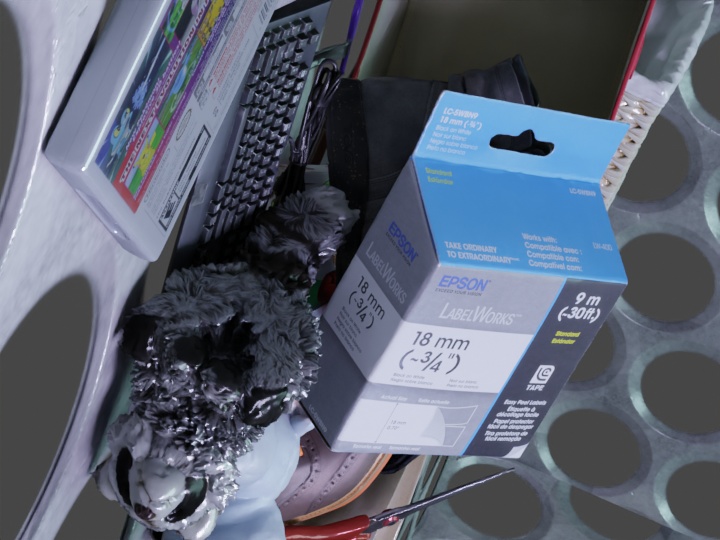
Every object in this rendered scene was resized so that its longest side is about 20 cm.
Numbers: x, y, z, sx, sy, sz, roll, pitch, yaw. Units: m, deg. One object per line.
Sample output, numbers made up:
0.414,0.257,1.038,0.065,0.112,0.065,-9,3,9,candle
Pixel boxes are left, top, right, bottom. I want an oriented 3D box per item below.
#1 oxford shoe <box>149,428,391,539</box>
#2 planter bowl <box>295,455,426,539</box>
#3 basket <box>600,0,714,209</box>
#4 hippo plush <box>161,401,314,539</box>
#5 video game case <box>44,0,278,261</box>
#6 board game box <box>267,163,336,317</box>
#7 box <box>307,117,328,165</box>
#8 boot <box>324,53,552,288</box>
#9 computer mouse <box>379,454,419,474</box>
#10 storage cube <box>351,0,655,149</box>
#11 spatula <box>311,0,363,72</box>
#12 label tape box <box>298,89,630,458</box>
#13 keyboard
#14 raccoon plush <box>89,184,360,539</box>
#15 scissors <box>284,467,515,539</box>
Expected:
-0.050,0.128,1.343,0.200,0.071,0.072,-41,154,10,oxford shoe
-0.046,0.181,1.505,0.200,0.134,0.202,23,90,-82,planter bowl
0.174,-0.179,1.795,0.162,0.199,0.198,-66,174,36,basket
-0.064,0.148,1.202,0.200,0.158,0.162,19,83,-63,hippo plush
-0.073,-0.114,0.919,0.182,0.023,0.201,72,42,-78,video game case
0.000,0.000,1.284,0.199,0.034,0.127,-2,103,-52,board game box
-0.002,-0.033,1.441,0.200,0.074,0.101,61,52,-78,box
0.049,-0.020,1.196,0.070,0.130,0.202,-94,180,-67,boot
0.058,0.038,1.417,0.138,0.053,0.201,-26,-147,21,computer mouse
0.102,-0.154,1.396,0.180,0.170,0.201,76,33,-80,storage cube
-0.032,-0.111,1.178,0.200,0.020,0.057,-53,164,-42,spatula
0.067,0.009,1.139,0.143,0.063,0.201,5,125,-38,label tape box
-0.051,-0.060,1.110,0.127,0.021,0.201,-36,152,-51,keyboard
-0.062,0.060,1.116,0.200,0.097,0.134,-36,158,-42,raccoon plush
0.007,0.172,1.387,0.198,0.014,0.073,-15,149,-18,scissors
